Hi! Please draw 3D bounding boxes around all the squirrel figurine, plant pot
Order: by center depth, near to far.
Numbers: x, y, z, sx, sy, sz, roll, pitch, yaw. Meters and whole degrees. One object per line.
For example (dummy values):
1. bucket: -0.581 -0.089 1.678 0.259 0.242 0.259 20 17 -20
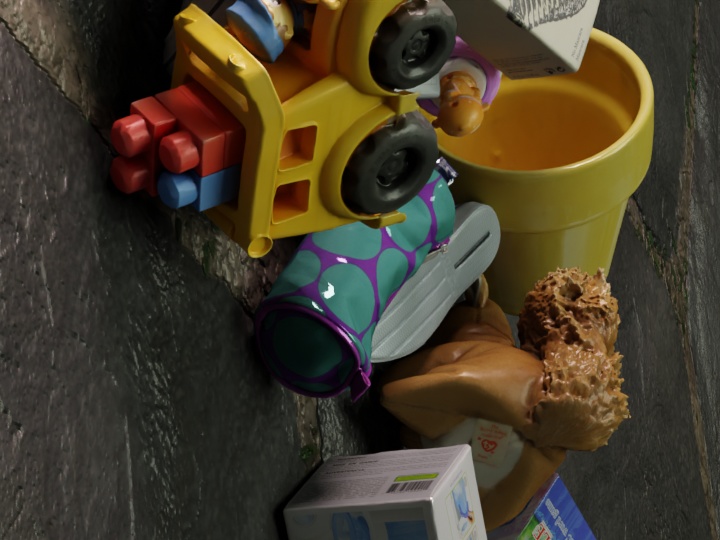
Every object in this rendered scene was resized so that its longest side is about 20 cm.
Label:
1. squirrel figurine: 0.114 0.080 1.681 0.142 0.199 0.187 62 15 -22
2. plant pot: 0.142 -0.072 1.813 0.201 0.199 0.190 -73 162 -45

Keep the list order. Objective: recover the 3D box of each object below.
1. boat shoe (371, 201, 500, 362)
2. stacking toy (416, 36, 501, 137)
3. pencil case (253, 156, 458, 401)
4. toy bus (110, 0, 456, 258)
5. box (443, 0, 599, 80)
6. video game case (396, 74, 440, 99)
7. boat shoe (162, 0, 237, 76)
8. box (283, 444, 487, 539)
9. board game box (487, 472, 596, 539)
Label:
1. boat shoe: 0.032 0.010 1.658 0.200 0.062 0.072 -37 120 -45
2. stacking toy: 0.071 -0.159 1.675 0.201 0.115 0.110 -97 167 -54
3. pencil case: 0.000 0.000 1.525 0.092 0.085 0.200 37 44 -3
4. toy bus: -0.058 -0.112 1.320 0.191 0.136 0.201 -19 136 -32
5. box: 0.084 -0.219 1.573 0.200 0.068 0.083 33 66 -41
6. video game case: -0.025 -0.208 1.529 0.199 0.022 0.184 -6 93 -44
7. boat shoe: -0.089 -0.213 1.413 0.070 0.071 0.201 33 67 -15
8. box: 0.030 0.235 1.522 0.101 0.112 0.202 -42 122 -66
9. board game box: 0.123 0.288 1.711 0.200 0.041 0.200 -54 134 -23
